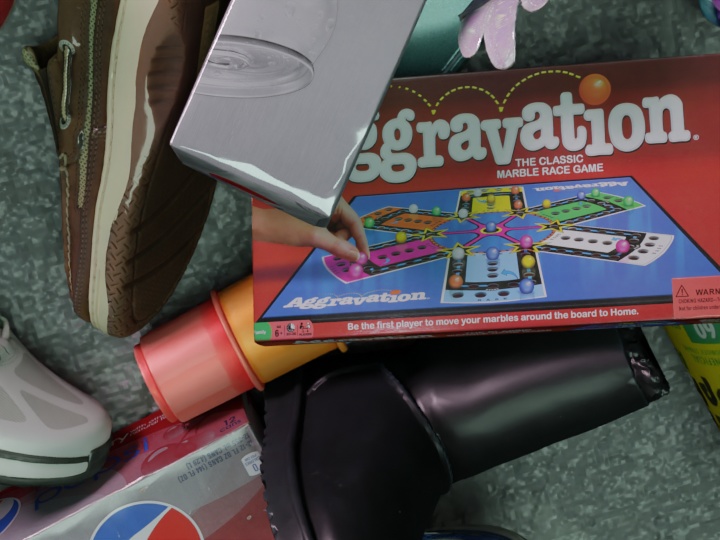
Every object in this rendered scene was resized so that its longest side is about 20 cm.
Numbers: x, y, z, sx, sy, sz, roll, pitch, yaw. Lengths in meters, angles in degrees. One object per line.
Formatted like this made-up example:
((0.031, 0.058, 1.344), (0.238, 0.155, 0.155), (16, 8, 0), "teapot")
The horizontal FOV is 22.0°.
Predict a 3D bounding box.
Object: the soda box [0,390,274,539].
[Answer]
((-0.123, 0.125, 0.797), (0.198, 0.063, 0.070), (-26, 110, 1), "soda box")

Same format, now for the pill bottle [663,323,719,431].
((0.206, 0.047, 0.801), (0.112, 0.113, 0.201), (-31, 111, 2), "pill bottle")

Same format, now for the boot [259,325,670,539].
((0.045, 0.065, 0.740), (0.161, 0.199, 0.074), (-21, 114, 5), "boot")

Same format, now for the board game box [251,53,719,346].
((0.055, -0.027, 0.727), (0.198, 0.019, 0.104), (-4, 79, 11), "board game box")

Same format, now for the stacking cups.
((0.000, 0.000, 0.777), (0.198, 0.061, 0.061), (-26, 111, 3), "stacking cups")

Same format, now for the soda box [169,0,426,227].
((-0.003, -0.121, 0.701), (0.068, 0.063, 0.202), (24, 88, -2), "soda box")

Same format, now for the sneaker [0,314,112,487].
((-0.175, 0.005, 0.741), (0.199, 0.076, 0.116), (25, 105, -14), "sneaker")

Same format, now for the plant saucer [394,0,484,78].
((0.021, -0.107, 0.768), (0.070, 0.019, 0.200), (36, 100, -18), "plant saucer")

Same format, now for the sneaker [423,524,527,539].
((-0.018, 0.148, 0.783), (0.198, 0.077, 0.076), (-21, 73, 2), "sneaker")

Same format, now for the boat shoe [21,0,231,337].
((-0.097, -0.075, 0.741), (0.074, 0.075, 0.204), (22, 113, 20), "boat shoe")

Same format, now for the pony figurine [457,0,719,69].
((0.135, -0.160, 0.692), (0.165, 0.193, 0.202), (9, 119, 29), "pony figurine")

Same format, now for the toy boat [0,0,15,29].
((-0.218, -0.117, 0.654), (0.198, 0.131, 0.132), (-18, 96, -3), "toy boat")
